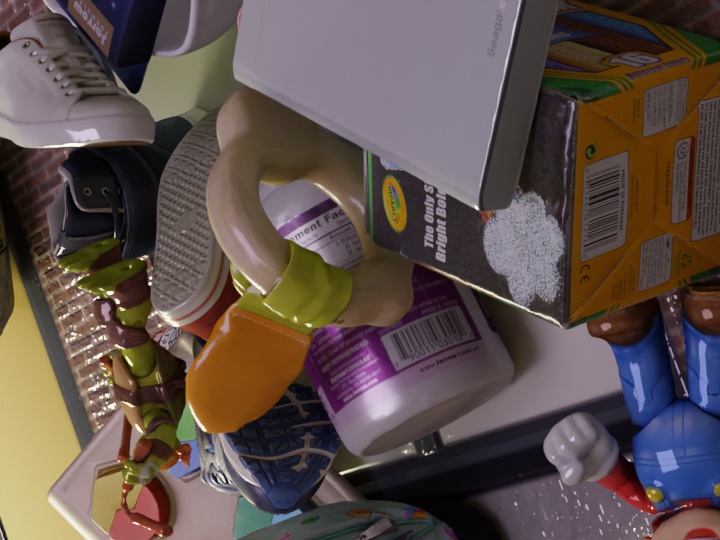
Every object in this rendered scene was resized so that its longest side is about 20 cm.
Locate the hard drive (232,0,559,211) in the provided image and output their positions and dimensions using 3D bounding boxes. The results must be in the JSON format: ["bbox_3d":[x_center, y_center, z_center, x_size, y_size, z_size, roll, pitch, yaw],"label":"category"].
[{"bbox_3d":[0.013,-0.126,0.980,0.200,0.026,0.132,32,118,44],"label":"hard drive"}]

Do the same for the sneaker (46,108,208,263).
[{"bbox_3d":[-0.118,-0.015,1.301,0.202,0.146,0.077,49,136,27],"label":"sneaker"}]

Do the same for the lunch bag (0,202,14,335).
[{"bbox_3d":[-0.352,-0.029,1.622,0.200,0.118,0.164,9,110,56],"label":"lunch bag"}]

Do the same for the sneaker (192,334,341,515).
[{"bbox_3d":[-0.062,0.108,1.228,0.200,0.077,0.085,-117,35,-65],"label":"sneaker"}]

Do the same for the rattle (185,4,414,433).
[{"bbox_3d":[-0.055,-0.033,1.119,0.200,0.130,0.143,65,150,27],"label":"rattle"}]

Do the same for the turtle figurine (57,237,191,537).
[{"bbox_3d":[-0.137,0.069,1.243,0.200,0.064,0.161,-117,12,-66],"label":"turtle figurine"}]

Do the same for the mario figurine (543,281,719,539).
[{"bbox_3d":[0.172,0.110,1.006,0.123,0.106,0.200,-5,99,51],"label":"mario figurine"}]

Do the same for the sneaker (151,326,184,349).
[{"bbox_3d":[-0.099,0.130,1.398,0.108,0.067,0.201,-36,72,55],"label":"sneaker"}]

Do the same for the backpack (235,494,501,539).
[{"bbox_3d":[-0.024,0.212,1.222,0.167,0.200,0.127,-36,75,53],"label":"backpack"}]

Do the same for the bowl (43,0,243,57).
[{"bbox_3d":[-0.139,-0.249,1.289,0.200,0.075,0.200,25,122,45],"label":"bowl"}]

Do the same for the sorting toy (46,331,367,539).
[{"bbox_3d":[-0.108,0.166,1.362,0.185,0.036,0.200,44,120,5],"label":"sorting toy"}]

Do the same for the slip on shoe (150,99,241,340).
[{"bbox_3d":[-0.086,-0.035,1.247,0.074,0.061,0.200,-24,41,28],"label":"slip on shoe"}]

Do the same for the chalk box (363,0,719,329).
[{"bbox_3d":[0.082,-0.070,1.035,0.200,0.124,0.125,27,125,46],"label":"chalk box"}]

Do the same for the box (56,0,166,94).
[{"bbox_3d":[-0.160,-0.216,1.245,0.121,0.032,0.200,49,139,27],"label":"box"}]

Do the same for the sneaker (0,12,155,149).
[{"bbox_3d":[-0.197,-0.123,1.281,0.200,0.073,0.085,16,106,53],"label":"sneaker"}]

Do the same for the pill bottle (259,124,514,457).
[{"bbox_3d":[0.000,0.000,1.177,0.112,0.112,0.200,-44,69,51],"label":"pill bottle"}]
